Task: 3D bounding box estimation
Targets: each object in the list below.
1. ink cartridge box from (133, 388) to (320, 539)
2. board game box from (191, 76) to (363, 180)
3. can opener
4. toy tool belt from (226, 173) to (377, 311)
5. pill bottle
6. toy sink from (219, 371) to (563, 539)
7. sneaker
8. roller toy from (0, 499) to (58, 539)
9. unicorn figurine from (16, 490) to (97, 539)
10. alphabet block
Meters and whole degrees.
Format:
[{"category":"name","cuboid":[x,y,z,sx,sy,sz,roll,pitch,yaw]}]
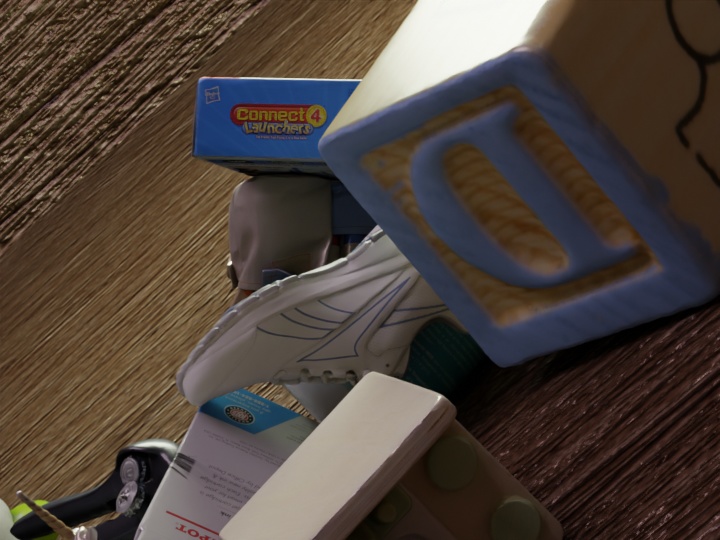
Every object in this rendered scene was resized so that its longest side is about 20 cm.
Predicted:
[{"category":"ink cartridge box","cuboid":[-0.072,0.164,1.543,0.200,0.115,0.067,-65,-1,-55]},{"category":"board game box","cuboid":[0.008,-0.093,1.813,0.199,0.056,0.196,2,-3,16]},{"category":"can opener","cuboid":[-0.164,0.163,1.707,0.200,0.078,0.064,-29,57,37]},{"category":"toy tool belt","cuboid":[0.000,0.000,1.849,0.125,0.199,0.124,76,-163,-86]},{"category":"pill bottle","cuboid":[0.039,0.021,1.673,0.200,0.111,0.111,-46,13,-4]},{"category":"toy sink","cuboid":[0.019,0.142,1.373,0.130,0.112,0.200,-47,8,-7]},{"category":"sneaker","cuboid":[-0.017,0.037,1.579,0.199,0.087,0.075,-26,-2,-6]},{"category":"roller toy","cuboid":[-0.305,0.269,1.916,0.199,0.140,0.183,-25,16,33]},{"category":"unicorn figurine","cuboid":[-0.156,0.226,1.593,0.073,0.201,0.137,-4,1,3]},{"category":"alphabet block","cuboid":[0.130,-0.094,1.533,0.196,0.196,0.200,-19,28,46]}]
